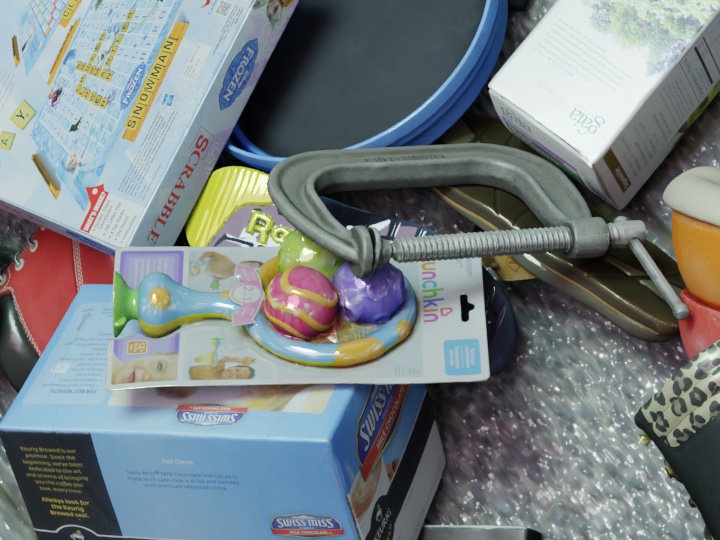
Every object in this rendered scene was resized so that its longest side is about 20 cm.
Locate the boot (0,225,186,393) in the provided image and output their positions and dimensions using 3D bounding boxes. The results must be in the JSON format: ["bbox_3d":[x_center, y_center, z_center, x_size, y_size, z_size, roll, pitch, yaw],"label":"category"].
[{"bbox_3d":[-0.182,-0.032,1.710,0.144,0.072,0.200,-18,73,21],"label":"boot"}]

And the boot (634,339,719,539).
[{"bbox_3d":[0.194,0.138,1.473,0.154,0.073,0.204,55,143,18],"label":"boot"}]

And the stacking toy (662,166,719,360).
[{"bbox_3d":[0.215,0.053,1.518,0.146,0.146,0.201,15,100,23],"label":"stacking toy"}]

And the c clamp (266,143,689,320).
[{"bbox_3d":[0.056,-0.027,1.520,0.199,0.027,0.171,-1,33,-16],"label":"c clamp"}]

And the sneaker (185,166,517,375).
[{"bbox_3d":[0.000,0.000,1.629,0.200,0.082,0.074,28,87,10],"label":"sneaker"}]

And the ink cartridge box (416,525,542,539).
[{"bbox_3d":[0.002,0.190,1.606,0.200,0.037,0.095,-2,78,23],"label":"ink cartridge box"}]

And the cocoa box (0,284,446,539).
[{"bbox_3d":[-0.073,0.096,1.575,0.200,0.131,0.133,1,38,22],"label":"cocoa box"}]

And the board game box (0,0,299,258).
[{"bbox_3d":[-0.153,-0.121,1.653,0.199,0.041,0.200,23,81,33],"label":"board game box"}]

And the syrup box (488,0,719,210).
[{"bbox_3d":[0.167,-0.140,1.577,0.079,0.081,0.200,38,87,24],"label":"syrup box"}]

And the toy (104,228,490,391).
[{"bbox_3d":[-0.035,0.010,1.516,0.199,0.047,0.115,-4,40,2],"label":"toy"}]

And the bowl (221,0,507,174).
[{"bbox_3d":[-0.008,-0.138,1.650,0.200,0.039,0.201,-14,55,20],"label":"bowl"}]

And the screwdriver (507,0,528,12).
[{"bbox_3d":[0.110,-0.246,1.668,0.028,0.029,0.200,12,79,23],"label":"screwdriver"}]

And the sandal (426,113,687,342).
[{"bbox_3d":[0.103,-0.017,1.600,0.200,0.082,0.055,38,132,23],"label":"sandal"}]
